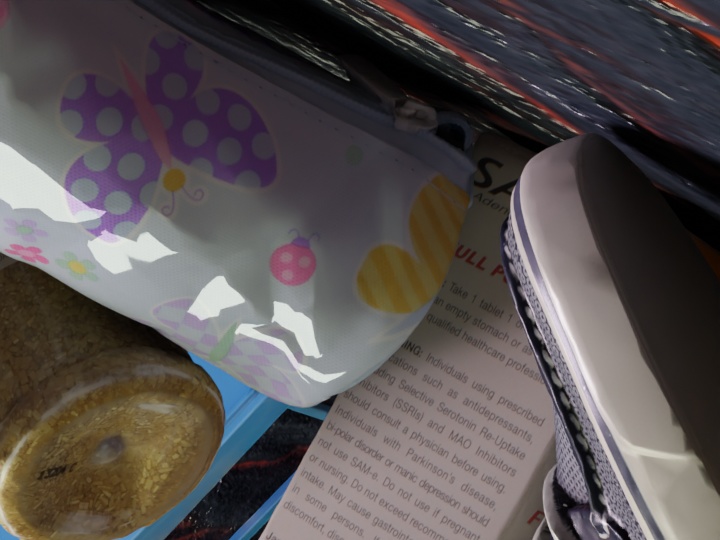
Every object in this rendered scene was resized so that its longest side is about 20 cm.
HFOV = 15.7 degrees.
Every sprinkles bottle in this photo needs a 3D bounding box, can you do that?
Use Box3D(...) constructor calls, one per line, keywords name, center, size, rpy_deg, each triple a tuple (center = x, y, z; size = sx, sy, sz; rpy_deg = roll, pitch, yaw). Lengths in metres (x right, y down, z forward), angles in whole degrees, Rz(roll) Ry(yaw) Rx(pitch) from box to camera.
Box3D(name="sprinkles bottle", center=(-0.107, -0.015, 0.733), size=(0.068, 0.068, 0.200), rpy_deg=(30, -160, -49))

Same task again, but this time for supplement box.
Box3D(name="supplement box", center=(0.042, 0.082, 0.695), size=(0.073, 0.201, 0.126), rpy_deg=(29, -179, 42))

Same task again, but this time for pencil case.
Box3D(name="pencil case", center=(-0.068, -0.042, 0.631), size=(0.199, 0.083, 0.091), rpy_deg=(28, 141, -23))

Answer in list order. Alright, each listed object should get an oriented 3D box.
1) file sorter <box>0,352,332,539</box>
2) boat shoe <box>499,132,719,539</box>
Box3D(name="file sorter", center=(-0.081, 0.032, 0.913), size=(0.122, 0.139, 0.200), rpy_deg=(23, -154, -50))
Box3D(name="boat shoe", center=(0.058, 0.073, 0.602), size=(0.201, 0.092, 0.075), rpy_deg=(64, -156, -9))
